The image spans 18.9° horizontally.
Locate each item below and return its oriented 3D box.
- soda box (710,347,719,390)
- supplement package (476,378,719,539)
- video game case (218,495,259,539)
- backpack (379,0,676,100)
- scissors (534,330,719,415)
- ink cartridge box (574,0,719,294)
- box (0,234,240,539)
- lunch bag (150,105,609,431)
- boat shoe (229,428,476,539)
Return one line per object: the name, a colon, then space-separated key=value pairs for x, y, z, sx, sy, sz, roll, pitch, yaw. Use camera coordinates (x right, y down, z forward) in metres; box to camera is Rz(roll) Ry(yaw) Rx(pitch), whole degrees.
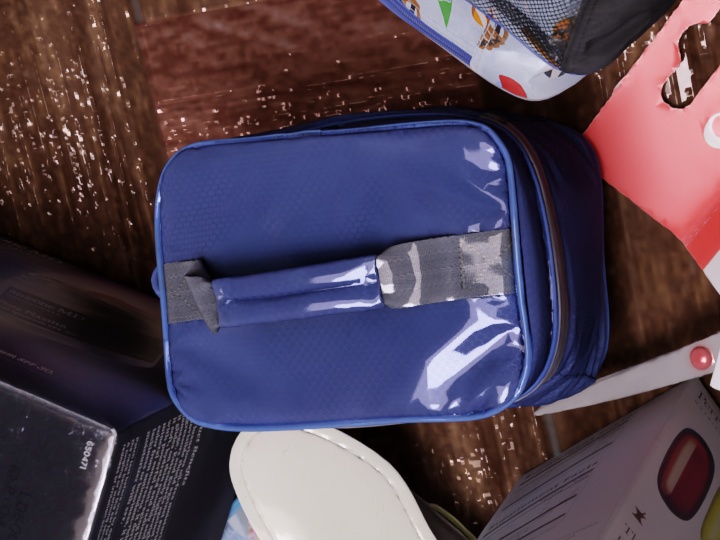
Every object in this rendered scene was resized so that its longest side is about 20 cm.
soda box: x=0.203 y=-0.040 z=0.867 sx=0.068 sy=0.064 sz=0.201 roll=17 pitch=98 yaw=27
supplement package: x=0.113 y=0.148 z=0.944 sx=0.109 sy=0.200 sz=0.114 roll=-34 pitch=95 yaw=28
video game case: x=-0.043 y=0.194 z=1.124 sx=0.143 sy=0.018 sz=0.200 roll=47 pitch=118 yaw=0
backpack: x=0.068 y=-0.179 z=0.865 sx=0.190 sy=0.200 sz=0.154 roll=41 pitch=138 yaw=9
scissors: x=0.162 y=0.040 z=0.945 sx=0.200 sy=0.014 sz=0.073 roll=-38 pitch=78 yaw=30
ink cartridge box: x=0.206 y=-0.042 z=0.928 sx=0.200 sy=0.050 sz=0.161 roll=37 pitch=117 yaw=3
box: x=-0.174 y=0.069 z=1.022 sx=0.199 sy=0.198 sz=0.124 roll=21 pitch=104 yaw=14
lunch bag: x=0.000 y=0.000 z=0.957 sx=0.199 sy=0.132 sz=0.137 roll=-6 pitch=88 yaw=24
boat shoe: x=0.019 y=0.143 z=1.041 sx=0.202 sy=0.060 sz=0.072 roll=40 pitch=88 yaw=0
